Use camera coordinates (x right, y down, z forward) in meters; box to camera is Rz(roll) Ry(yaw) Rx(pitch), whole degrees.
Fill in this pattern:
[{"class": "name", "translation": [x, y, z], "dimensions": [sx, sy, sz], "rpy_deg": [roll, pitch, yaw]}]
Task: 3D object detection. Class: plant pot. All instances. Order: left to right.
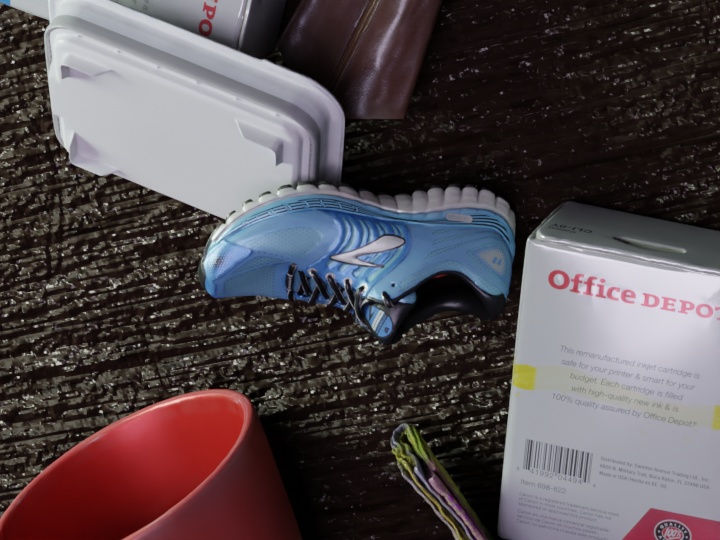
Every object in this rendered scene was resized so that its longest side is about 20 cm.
[{"class": "plant pot", "translation": [-0.118, 0.206, 1.567], "dimensions": [0.200, 0.201, 0.178], "rpy_deg": [-18, 112, 24]}]

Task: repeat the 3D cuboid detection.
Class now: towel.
[{"class": "towel", "translation": [0.082, 0.187, 1.510], "dimensions": [0.023, 0.144, 0.200], "rpy_deg": [-35, 99, 0]}]

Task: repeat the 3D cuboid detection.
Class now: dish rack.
[{"class": "dish rack", "translation": [-0.110, -0.086, 1.482], "dimensions": [0.199, 0.044, 0.172], "rpy_deg": [23, 153, 9]}]

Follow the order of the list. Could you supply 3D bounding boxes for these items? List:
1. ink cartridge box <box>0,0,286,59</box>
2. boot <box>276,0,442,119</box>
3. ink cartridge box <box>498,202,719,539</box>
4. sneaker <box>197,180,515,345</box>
[{"class": "ink cartridge box", "translation": [-0.139, -0.221, 1.478], "dimensions": [0.199, 0.084, 0.145], "rpy_deg": [21, 115, 13]}, {"class": "boot", "translation": [0.053, -0.159, 1.441], "dimensions": [0.186, 0.064, 0.201], "rpy_deg": [35, 113, 20]}, {"class": "ink cartridge box", "translation": [0.171, 0.073, 1.458], "dimensions": [0.144, 0.083, 0.201], "rpy_deg": [11, 112, 17]}, {"class": "sneaker", "translation": [0.000, 0.000, 1.459], "dimensions": [0.199, 0.090, 0.078], "rpy_deg": [-4, 151, -3]}]
